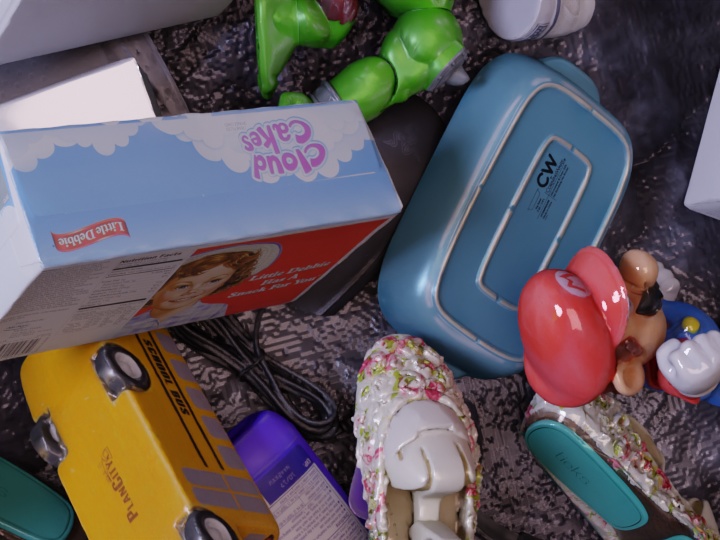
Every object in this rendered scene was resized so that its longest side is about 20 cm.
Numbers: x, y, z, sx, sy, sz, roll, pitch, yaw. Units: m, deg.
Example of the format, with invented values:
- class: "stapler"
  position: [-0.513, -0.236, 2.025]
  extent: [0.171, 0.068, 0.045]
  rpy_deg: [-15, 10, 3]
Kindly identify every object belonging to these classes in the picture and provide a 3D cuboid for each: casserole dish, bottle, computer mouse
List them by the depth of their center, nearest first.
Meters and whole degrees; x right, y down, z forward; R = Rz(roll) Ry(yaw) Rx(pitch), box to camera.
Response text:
- class: "bottle"
  position: [-0.020, 0.176, 0.820]
  extent: [0.083, 0.065, 0.201]
  rpy_deg: [-39, 96, -15]
- class: "computer mouse"
  position: [0.000, 0.000, 0.839]
  extent: [0.140, 0.046, 0.200]
  rpy_deg: [46, 81, -5]
- class: "casserole dish"
  position: [0.090, -0.029, 0.844]
  extent: [0.121, 0.039, 0.201]
  rpy_deg: [32, 81, -29]

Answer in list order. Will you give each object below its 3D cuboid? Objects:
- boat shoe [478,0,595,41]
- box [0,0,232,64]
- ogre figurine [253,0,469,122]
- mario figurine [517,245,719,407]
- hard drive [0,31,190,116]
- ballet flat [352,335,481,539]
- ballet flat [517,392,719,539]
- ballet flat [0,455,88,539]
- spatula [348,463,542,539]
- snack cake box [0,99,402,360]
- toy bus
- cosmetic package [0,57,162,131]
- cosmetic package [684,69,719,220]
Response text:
- class: "boat shoe"
  position: [0.098, -0.234, 0.863]
  extent: [0.069, 0.071, 0.202]
  rpy_deg: [-8, 86, -38]
- class: "box"
  position: [-0.150, -0.227, 0.750]
  extent: [0.151, 0.106, 0.202]
  rpy_deg: [-19, 82, -34]
- class: "ogre figurine"
  position: [-0.003, -0.165, 0.817]
  extent: [0.118, 0.098, 0.202]
  rpy_deg: [-5, 67, -5]
- class: "mario figurine"
  position: [0.173, 0.028, 0.814]
  extent: [0.199, 0.123, 0.107]
  rpy_deg: [15, 70, -36]
- class: "hard drive"
  position: [-0.191, -0.122, 0.808]
  extent: [0.134, 0.042, 0.201]
  rpy_deg: [-34, 95, -10]
- class: "ballet flat"
  position: [0.038, 0.131, 0.769]
  extent: [0.075, 0.064, 0.203]
  rpy_deg: [-1, 80, -20]
- class: "ballet flat"
  position: [0.171, 0.138, 0.861]
  extent: [0.201, 0.075, 0.064]
  rpy_deg: [54, 46, -10]
- class: "ballet flat"
  position: [-0.156, 0.157, 0.796]
  extent: [0.199, 0.069, 0.068]
  rpy_deg: [31, 39, 1]
- class: "spatula"
  position: [0.081, 0.150, 0.847]
  extent: [0.199, 0.020, 0.057]
  rpy_deg: [30, 56, -24]
- class: "snack cake box"
  position: [-0.094, -0.021, 0.715]
  extent: [0.198, 0.115, 0.068]
  rpy_deg: [-10, 70, -38]
- class: "toy bus"
  position: [-0.104, 0.101, 0.743]
  extent: [0.065, 0.078, 0.201]
  rpy_deg: [-46, 55, 17]
- class: "cosmetic package"
  position: [-0.196, -0.049, 0.744]
  extent: [0.198, 0.083, 0.051]
  rpy_deg: [-21, 95, -4]
- class: "cosmetic package"
  position: [0.298, -0.118, 0.823]
  extent: [0.122, 0.200, 0.202]
  rpy_deg: [17, 85, -10]
